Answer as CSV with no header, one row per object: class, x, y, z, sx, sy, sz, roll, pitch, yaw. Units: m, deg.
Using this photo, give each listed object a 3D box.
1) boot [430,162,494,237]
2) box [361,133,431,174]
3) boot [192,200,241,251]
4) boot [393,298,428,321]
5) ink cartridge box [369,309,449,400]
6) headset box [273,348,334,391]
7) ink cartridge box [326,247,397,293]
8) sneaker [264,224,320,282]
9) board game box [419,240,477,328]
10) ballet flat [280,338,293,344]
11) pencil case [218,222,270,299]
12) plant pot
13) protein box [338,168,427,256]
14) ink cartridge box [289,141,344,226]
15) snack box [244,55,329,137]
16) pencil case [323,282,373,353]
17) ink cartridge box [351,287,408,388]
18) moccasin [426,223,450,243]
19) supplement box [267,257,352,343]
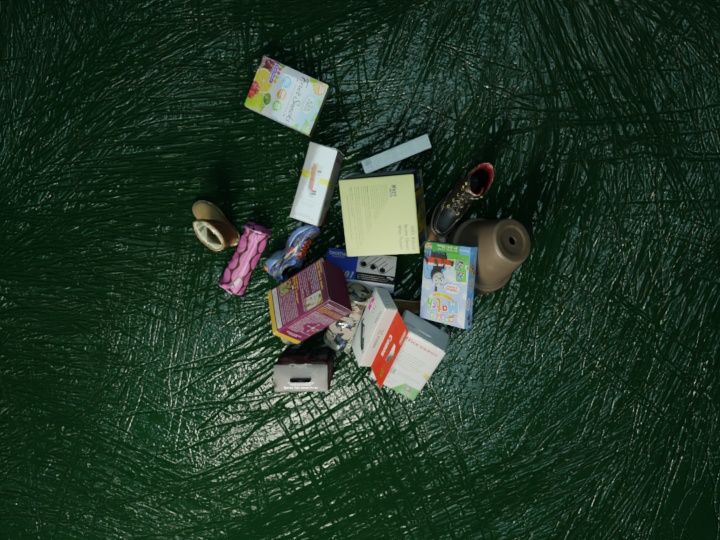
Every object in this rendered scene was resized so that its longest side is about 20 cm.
boot,0.266,-0.186,1.484,0.073,0.151,0.201,40,74,-3
box,0.097,-0.317,1.561,0.196,0.039,0.042,-23,95,5
boot,-0.405,-0.126,1.524,0.174,0.200,0.067,38,96,-1
boot,0.117,0.121,1.583,0.195,0.076,0.076,-8,99,6
ink cartridge box,0.133,0.231,1.548,0.143,0.088,0.202,28,125,1
headset box,-0.151,0.271,1.548,0.145,0.200,0.077,-1,95,2
ink cartridge box,0.000,0.000,1.570,0.195,0.045,0.096,8,57,3
sneaker,-0.176,-0.046,1.576,0.200,0.075,0.079,-46,67,14
board game box,0.225,0.033,1.466,0.149,0.036,0.206,11,101,46
ballet flat,-0.156,0.146,1.575,0.075,0.064,0.200,42,110,-15
pencil case,-0.320,-0.032,1.583,0.089,0.094,0.204,24,96,-1
plant pot,0.344,-0.052,1.469,0.195,0.174,0.206,5,77,-21
protein box,0.064,-0.153,1.496,0.195,0.135,0.204,-2,105,17
ink cartridge box,-0.115,-0.229,1.528,0.082,0.145,0.205,17,96,3
snack box,-0.199,-0.475,1.555,0.196,0.053,0.145,24,97,0
pencil case,-0.033,0.128,1.553,0.088,0.078,0.203,29,123,8
ink cartridge box,0.046,0.179,1.516,0.043,0.175,0.203,9,121,-25
moccasin,0.233,-0.035,1.564,0.077,0.074,0.204,-29,93,26
supplement box,-0.135,0.081,1.486,0.198,0.103,0.133,-30,54,24
